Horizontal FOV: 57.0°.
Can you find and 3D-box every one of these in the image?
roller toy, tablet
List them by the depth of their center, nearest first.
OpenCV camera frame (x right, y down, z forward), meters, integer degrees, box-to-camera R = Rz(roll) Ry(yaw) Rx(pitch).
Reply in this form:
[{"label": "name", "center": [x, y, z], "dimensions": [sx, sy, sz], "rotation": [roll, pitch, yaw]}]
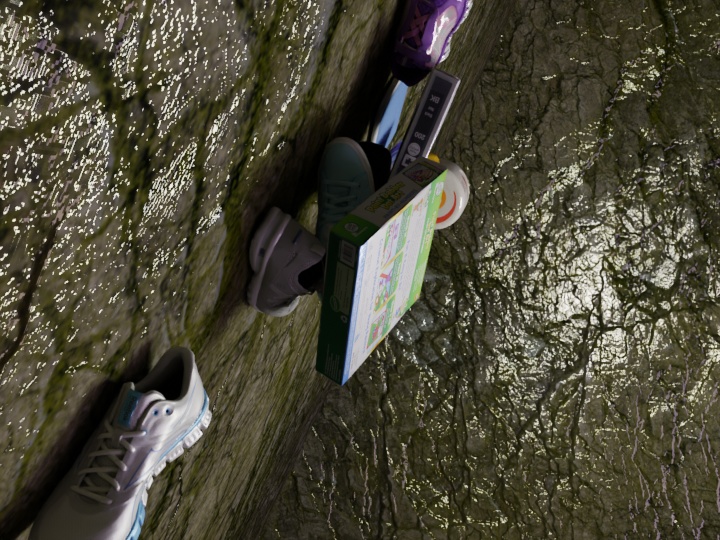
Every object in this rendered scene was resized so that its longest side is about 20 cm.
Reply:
[{"label": "tablet", "center": [0.042, -0.240, 1.062], "dimensions": [0.132, 0.013, 0.201], "rotation": [-61, 175, -25]}, {"label": "roller toy", "center": [0.220, -0.222, 1.912], "dimensions": [0.203, 0.180, 0.140], "rotation": [-65, 173, 25]}]

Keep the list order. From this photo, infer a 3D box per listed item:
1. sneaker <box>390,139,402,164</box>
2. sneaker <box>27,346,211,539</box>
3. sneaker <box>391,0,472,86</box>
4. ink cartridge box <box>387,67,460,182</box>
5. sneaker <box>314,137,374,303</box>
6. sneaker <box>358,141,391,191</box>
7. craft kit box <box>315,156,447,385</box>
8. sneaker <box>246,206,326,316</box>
[{"label": "sneaker", "center": [0.032, -0.125, 1.123], "dimensions": [0.202, 0.072, 0.115], "rotation": [-61, -179, 39]}, {"label": "sneaker", "center": [-0.180, 0.133, 0.497], "dimensions": [0.201, 0.073, 0.088], "rotation": [-65, 167, -50]}, {"label": "sneaker", "center": [0.078, -0.300, 0.824], "dimensions": [0.089, 0.080, 0.201], "rotation": [-53, 172, -17]}, {"label": "ink cartridge box", "center": [0.077, -0.169, 0.892], "dimensions": [0.198, 0.043, 0.203], "rotation": [-66, 178, -73]}, {"label": "sneaker", "center": [-0.021, -0.050, 0.774], "dimensions": [0.082, 0.072, 0.205], "rotation": [-67, 156, -75]}, {"label": "sneaker", "center": [-0.007, -0.083, 0.922], "dimensions": [0.202, 0.082, 0.122], "rotation": [-74, 180, -54]}, {"label": "craft kit box", "center": [0.024, -0.002, 0.767], "dimensions": [0.197, 0.048, 0.203], "rotation": [-39, 148, -44]}, {"label": "sneaker", "center": [-0.078, 0.012, 0.741], "dimensions": [0.076, 0.081, 0.201], "rotation": [-59, 173, -21]}]
